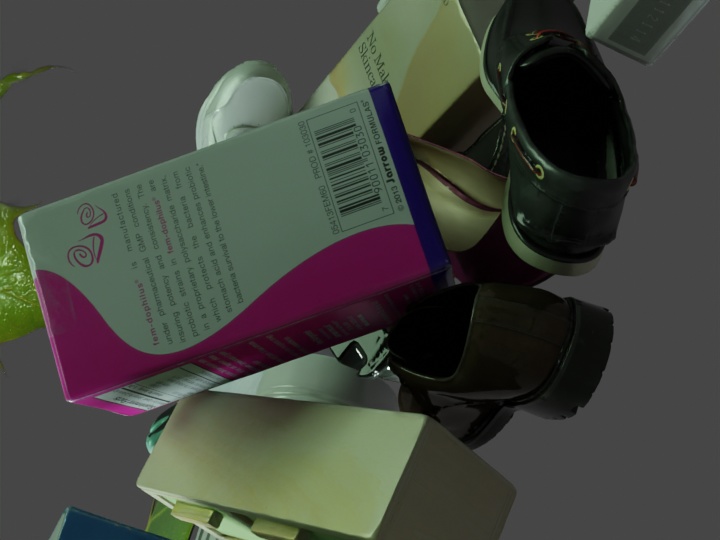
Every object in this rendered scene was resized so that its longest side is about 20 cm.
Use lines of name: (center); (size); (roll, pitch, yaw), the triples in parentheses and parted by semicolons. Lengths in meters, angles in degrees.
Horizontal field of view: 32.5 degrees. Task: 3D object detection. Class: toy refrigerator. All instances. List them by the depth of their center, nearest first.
toy refrigerator: (-0.025, 0.114, 0.636); (0.199, 0.076, 0.070); (0, 57, 49)

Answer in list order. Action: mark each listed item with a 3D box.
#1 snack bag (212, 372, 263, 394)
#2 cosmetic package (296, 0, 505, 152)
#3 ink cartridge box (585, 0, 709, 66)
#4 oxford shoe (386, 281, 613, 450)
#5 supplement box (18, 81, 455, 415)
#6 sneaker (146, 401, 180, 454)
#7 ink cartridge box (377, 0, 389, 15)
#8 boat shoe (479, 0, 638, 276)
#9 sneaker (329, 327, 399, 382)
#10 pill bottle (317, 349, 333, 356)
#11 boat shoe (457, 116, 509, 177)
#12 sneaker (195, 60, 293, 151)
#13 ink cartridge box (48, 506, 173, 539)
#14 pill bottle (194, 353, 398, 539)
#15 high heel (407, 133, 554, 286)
snack bag: (-0.075, 0.034, 0.939); (0.190, 0.021, 0.200); (-71, 23, 9)
cosmetic package: (0.041, -0.121, 0.858); (0.200, 0.071, 0.106); (-46, 57, 45)
ink cartridge box: (0.183, -0.229, 0.606); (0.200, 0.044, 0.177); (127, 161, -54)
oxford shoe: (0.049, 0.042, 0.633); (0.200, 0.084, 0.073); (132, 157, -66)
supplement box: (-0.059, -0.005, 0.644); (0.103, 0.199, 0.102); (59, -168, -77)
sneaker: (-0.110, 0.196, 1.047); (0.077, 0.141, 0.200); (-31, 27, -9)
ink cartridge box: (0.104, -0.299, 1.012); (0.200, 0.082, 0.147); (-53, 13, 48)
boat shoe: (0.104, -0.091, 0.637); (0.063, 0.073, 0.202); (106, 171, -46)
sneaker: (0.000, 0.000, 0.799); (0.074, 0.088, 0.201); (-47, 49, 23)
pill bottle: (-0.054, 0.036, 1.098); (0.113, 0.112, 0.201); (129, 161, -58)
boat shoe: (0.052, -0.037, 0.833); (0.200, 0.064, 0.074); (125, 165, -49)
sneaker: (-0.084, -0.051, 0.910); (0.099, 0.077, 0.202); (-132, 51, -62)
ink cartridge box: (-0.063, 0.194, 0.569); (0.145, 0.199, 0.084); (129, 159, -56)
pill bottle: (-0.043, 0.162, 0.774); (0.113, 0.112, 0.201); (129, 161, -58)
high heel: (0.047, -0.043, 0.694); (0.068, 0.096, 0.200); (-50, 22, -14)
